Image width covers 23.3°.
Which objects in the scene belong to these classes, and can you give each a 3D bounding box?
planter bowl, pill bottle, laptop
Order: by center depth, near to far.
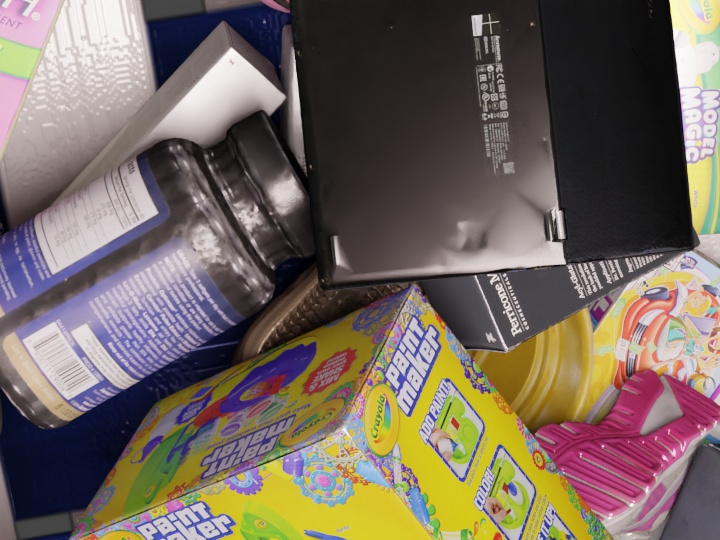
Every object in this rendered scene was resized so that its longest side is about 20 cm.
[{"bbox_3d":[0.074,-0.093,0.934,0.199,0.116,0.188,-6,89,7],"label":"laptop"},{"bbox_3d":[-0.119,-0.004,0.985,0.200,0.112,0.112,-30,109,3],"label":"pill bottle"},{"bbox_3d":[0.044,0.047,1.122,0.200,0.083,0.201,-2,108,-6],"label":"planter bowl"}]

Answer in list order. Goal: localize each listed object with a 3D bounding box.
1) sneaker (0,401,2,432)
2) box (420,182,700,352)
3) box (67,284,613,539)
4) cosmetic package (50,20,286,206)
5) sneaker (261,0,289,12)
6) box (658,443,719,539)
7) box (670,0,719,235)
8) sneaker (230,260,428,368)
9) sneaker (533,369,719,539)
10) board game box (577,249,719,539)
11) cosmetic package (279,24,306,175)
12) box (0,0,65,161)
[{"bbox_3d":[-0.272,0.042,1.063,0.067,0.108,0.202,1,110,15],"label":"sneaker"},{"bbox_3d":[0.082,-0.073,0.981,0.141,0.079,0.200,-27,98,-23],"label":"box"},{"bbox_3d":[-0.008,0.145,0.930,0.200,0.122,0.193,-25,113,35],"label":"box"},{"bbox_3d":[-0.132,-0.057,1.068,0.051,0.083,0.200,42,100,-17],"label":"cosmetic package"},{"bbox_3d":[0.033,-0.181,1.041,0.199,0.095,0.079,-8,107,-6],"label":"sneaker"},{"bbox_3d":[0.282,0.224,1.144,0.196,0.124,0.201,5,112,-44],"label":"box"},{"bbox_3d":[0.191,-0.133,1.063,0.048,0.117,0.201,-4,109,0],"label":"box"},{"bbox_3d":[0.000,0.000,1.028,0.200,0.076,0.071,-39,103,-17],"label":"sneaker"},{"bbox_3d":[0.154,0.140,1.092,0.200,0.081,0.088,-22,134,-44],"label":"sneaker"},{"bbox_3d":[0.195,0.084,1.179,0.134,0.034,0.200,30,102,-16],"label":"board game box"},{"bbox_3d":[0.051,-0.095,1.083,0.199,0.071,0.102,0,108,-7],"label":"cosmetic package"},{"bbox_3d":[-0.264,-0.162,1.009,0.175,0.097,0.200,22,104,-13],"label":"box"}]
